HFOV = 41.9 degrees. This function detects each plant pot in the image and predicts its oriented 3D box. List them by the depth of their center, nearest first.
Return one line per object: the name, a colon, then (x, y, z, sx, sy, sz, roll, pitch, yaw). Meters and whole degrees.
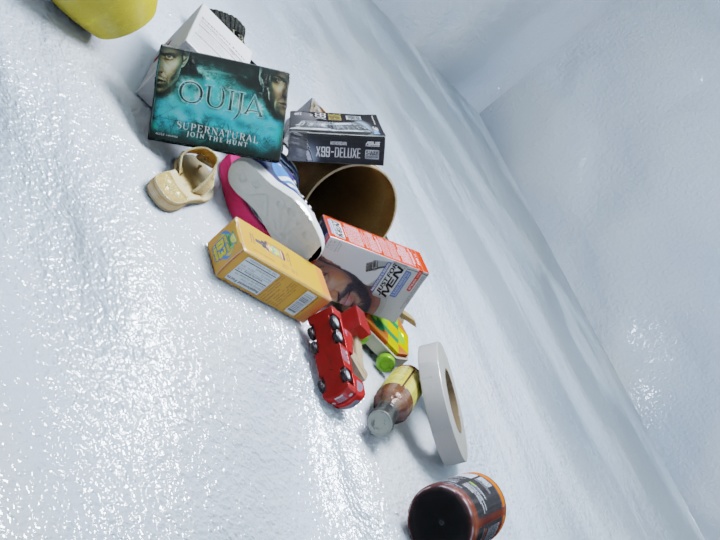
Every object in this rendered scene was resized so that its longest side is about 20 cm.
plant pot: (-0.372, -0.428, 1.377, 0.202, 0.196, 0.144, -103, 174, -49)
plant pot: (-0.060, -0.143, 1.651, 0.186, 0.187, 0.200, 36, 9, -40)

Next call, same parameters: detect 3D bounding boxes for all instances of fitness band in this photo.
fitness band: (-0.164, -0.112, 1.521, 0.143, 0.037, 0.202, 35, 26, -43)

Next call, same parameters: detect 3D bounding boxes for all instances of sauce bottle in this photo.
sauce bottle: (0.052, 0.202, 1.461, 0.067, 0.066, 0.200, 54, 20, 2)

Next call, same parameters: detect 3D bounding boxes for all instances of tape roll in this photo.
tape roll: (0.137, 0.219, 1.560, 0.203, 0.036, 0.207, -14, 91, -80)

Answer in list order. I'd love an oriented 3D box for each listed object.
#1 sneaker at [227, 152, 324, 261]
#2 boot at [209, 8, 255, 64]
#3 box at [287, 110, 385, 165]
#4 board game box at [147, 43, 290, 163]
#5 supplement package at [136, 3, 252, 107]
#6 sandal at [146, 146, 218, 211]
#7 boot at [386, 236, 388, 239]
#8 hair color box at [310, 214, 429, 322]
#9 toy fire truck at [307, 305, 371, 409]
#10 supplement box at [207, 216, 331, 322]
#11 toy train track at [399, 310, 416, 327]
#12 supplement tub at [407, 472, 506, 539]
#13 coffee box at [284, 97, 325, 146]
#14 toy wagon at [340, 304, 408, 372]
sneaker: (-0.109, -0.114, 1.479, 0.200, 0.081, 0.146, 46, 26, 1)
boot: (-0.225, -0.393, 1.782, 0.210, 0.079, 0.159, 39, 24, -37)
box: (-0.043, -0.221, 1.559, 0.200, 0.154, 0.051, -99, -168, -71)
board game box: (-0.206, -0.244, 1.387, 0.196, 0.139, 0.028, 8, -3, -20)
supplement package: (-0.261, -0.318, 1.507, 0.120, 0.121, 0.201, 42, 22, -22)
sandal: (-0.234, -0.142, 1.356, 0.078, 0.069, 0.212, 51, 19, -7)
boot: (0.053, -0.035, 1.850, 0.180, 0.073, 0.201, -7, 55, -53)
hair color box: (0.000, 0.000, 1.522, 0.197, 0.112, 0.064, 20, 29, -29)
toy fire truck: (-0.023, 0.127, 1.423, 0.141, 0.048, 0.203, 44, 25, -50)
supplement box: (-0.130, 0.003, 1.366, 0.199, 0.068, 0.067, 36, 25, -46)
toy train track: (0.058, 0.034, 1.667, 0.114, 0.033, 0.201, 34, -20, 27)
supplement tub: (0.150, 0.354, 1.374, 0.108, 0.106, 0.199, 60, 20, 18)
coffee box: (-0.062, -0.234, 1.900, 0.200, 0.079, 0.115, 46, 21, -22)
toy wagon: (0.010, 0.078, 1.606, 0.200, 0.039, 0.156, 47, 20, -20)
